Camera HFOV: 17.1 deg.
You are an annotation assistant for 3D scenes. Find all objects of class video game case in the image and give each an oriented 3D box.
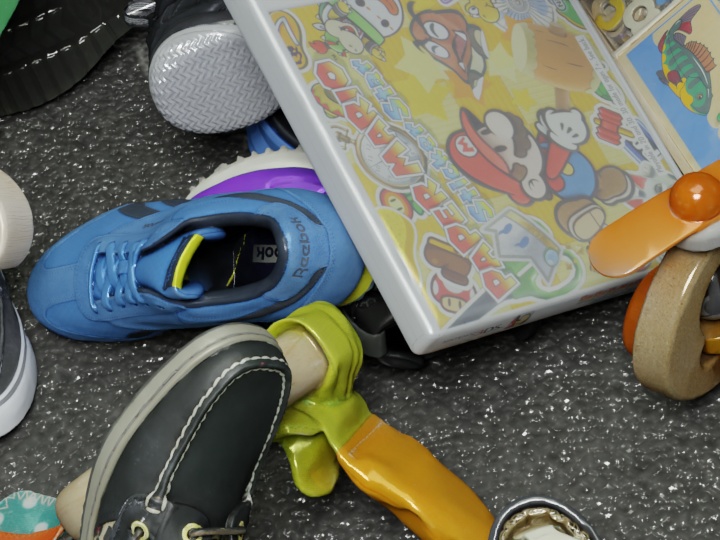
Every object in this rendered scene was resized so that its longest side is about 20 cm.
[{"bbox_3d":[0.054,-0.069,1.112,0.182,0.023,0.200,-15,68,-35],"label":"video game case"}]

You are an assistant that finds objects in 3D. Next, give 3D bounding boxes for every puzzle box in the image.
[{"bbox_3d":[0.198,-0.103,1.151,0.133,0.025,0.200,-40,53,16],"label":"puzzle box"}]

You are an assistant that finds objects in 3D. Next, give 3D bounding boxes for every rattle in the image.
[{"bbox_3d":[-0.062,0.115,1.054,0.200,0.143,0.130,-37,14,-5],"label":"rattle"}]

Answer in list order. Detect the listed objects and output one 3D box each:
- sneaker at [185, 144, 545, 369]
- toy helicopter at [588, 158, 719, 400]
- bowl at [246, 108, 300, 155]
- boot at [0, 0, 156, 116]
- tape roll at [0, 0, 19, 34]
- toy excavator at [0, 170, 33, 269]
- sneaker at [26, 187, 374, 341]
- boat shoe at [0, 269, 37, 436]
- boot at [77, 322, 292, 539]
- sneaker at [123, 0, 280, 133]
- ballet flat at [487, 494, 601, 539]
[{"bbox_3d":[0.000,0.000,1.133,0.200,0.070,0.100,0,46,13],"label":"sneaker"},{"bbox_3d":[0.168,-0.039,1.043,0.079,0.132,0.200,25,91,33],"label":"toy helicopter"},{"bbox_3d":[0.037,-0.096,1.249,0.200,0.039,0.201,-6,42,6],"label":"bowl"},{"bbox_3d":[-0.172,-0.159,1.357,0.200,0.078,0.138,-25,23,1],"label":"boot"},{"bbox_3d":[-0.236,-0.148,1.247,0.200,0.048,0.201,-36,38,34],"label":"tape roll"},{"bbox_3d":[-0.271,0.011,1.128,0.200,0.195,0.100,26,9,10],"label":"toy excavator"},{"bbox_3d":[-0.090,-0.004,1.111,0.200,0.066,0.078,-7,-4,34],"label":"sneaker"},{"bbox_3d":[-0.204,-0.001,1.180,0.070,0.066,0.200,-13,42,-1],"label":"boat shoe"},{"bbox_3d":[-0.050,0.140,0.930,0.073,0.204,0.154,8,26,-47],"label":"boot"},{"bbox_3d":[-0.024,-0.143,1.229,0.200,0.076,0.114,-18,40,-11],"label":"sneaker"},{"bbox_3d":[0.095,0.163,0.938,0.073,0.073,0.200,-17,43,-6],"label":"ballet flat"}]
